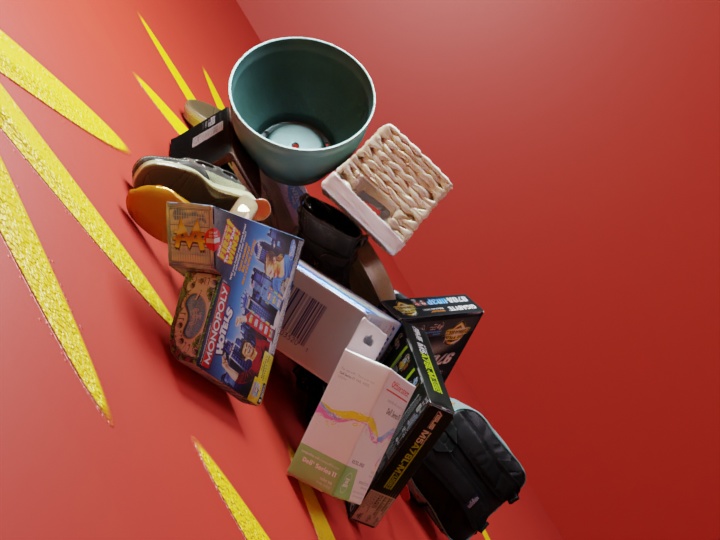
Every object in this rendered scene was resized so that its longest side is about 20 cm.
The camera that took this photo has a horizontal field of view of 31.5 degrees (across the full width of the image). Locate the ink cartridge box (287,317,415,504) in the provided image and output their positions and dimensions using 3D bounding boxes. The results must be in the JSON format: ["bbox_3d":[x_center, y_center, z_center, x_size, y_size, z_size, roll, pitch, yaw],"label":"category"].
[{"bbox_3d":[0.001,0.167,1.507,0.067,0.201,0.117,23,-6,21],"label":"ink cartridge box"}]

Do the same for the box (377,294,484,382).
[{"bbox_3d":[0.071,0.113,1.811,0.199,0.160,0.046,-3,37,-49],"label":"box"}]

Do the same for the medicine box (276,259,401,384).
[{"bbox_3d":[-0.063,0.057,1.618,0.181,0.103,0.200,32,2,14],"label":"medicine box"}]

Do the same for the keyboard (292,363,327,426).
[{"bbox_3d":[-0.067,0.161,1.733,0.200,0.039,0.105,-87,160,-65],"label":"keyboard"}]

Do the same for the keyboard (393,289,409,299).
[{"bbox_3d":[0.013,0.079,1.980,0.104,0.200,0.040,30,46,-8],"label":"keyboard"}]

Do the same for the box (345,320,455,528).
[{"bbox_3d":[0.036,0.197,1.656,0.047,0.201,0.194,25,21,-20],"label":"box"}]

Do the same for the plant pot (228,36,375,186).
[{"bbox_3d":[-0.085,-0.202,1.757,0.135,0.199,0.201,103,-34,-55],"label":"plant pot"}]

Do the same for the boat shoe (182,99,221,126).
[{"bbox_3d":[-0.213,-0.201,2.063,0.199,0.065,0.072,34,24,-29],"label":"boat shoe"}]

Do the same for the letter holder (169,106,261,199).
[{"bbox_3d":[-0.186,-0.116,1.767,0.143,0.100,0.200,58,7,-24],"label":"letter holder"}]

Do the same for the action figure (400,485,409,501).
[{"bbox_3d":[0.016,0.241,1.833,0.200,0.065,0.099,-108,174,-59],"label":"action figure"}]

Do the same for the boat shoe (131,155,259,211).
[{"bbox_3d":[-0.211,-0.105,1.579,0.200,0.072,0.066,17,31,-49],"label":"boat shoe"}]

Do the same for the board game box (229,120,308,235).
[{"bbox_3d":[-0.140,-0.130,1.914,0.201,0.043,0.199,67,-20,9],"label":"board game box"}]

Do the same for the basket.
[{"bbox_3d":[0.034,-0.110,1.709,0.135,0.123,0.200,43,-1,-2],"label":"basket"}]

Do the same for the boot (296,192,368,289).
[{"bbox_3d":[-0.075,-0.037,1.757,0.199,0.069,0.175,26,-42,20],"label":"boot"}]

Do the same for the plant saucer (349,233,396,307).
[{"bbox_3d":[0.000,0.000,1.831,0.201,0.035,0.201,56,-14,21],"label":"plant saucer"}]

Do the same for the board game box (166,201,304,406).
[{"bbox_3d":[-0.148,0.017,1.354,0.200,0.061,0.202,45,55,-57],"label":"board game box"}]

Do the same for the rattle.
[{"bbox_3d":[-0.192,-0.066,1.530,0.142,0.131,0.200,19,31,0],"label":"rattle"}]

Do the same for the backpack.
[{"bbox_3d":[0.144,0.304,2.044,0.200,0.176,0.153,54,-8,-27],"label":"backpack"}]
